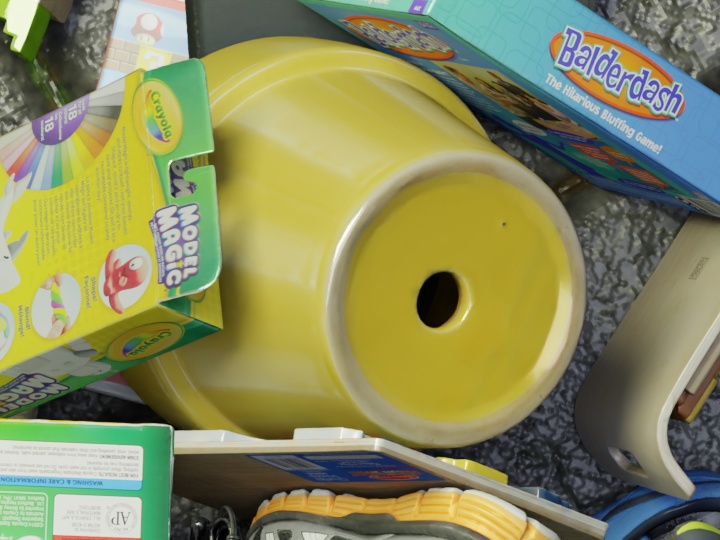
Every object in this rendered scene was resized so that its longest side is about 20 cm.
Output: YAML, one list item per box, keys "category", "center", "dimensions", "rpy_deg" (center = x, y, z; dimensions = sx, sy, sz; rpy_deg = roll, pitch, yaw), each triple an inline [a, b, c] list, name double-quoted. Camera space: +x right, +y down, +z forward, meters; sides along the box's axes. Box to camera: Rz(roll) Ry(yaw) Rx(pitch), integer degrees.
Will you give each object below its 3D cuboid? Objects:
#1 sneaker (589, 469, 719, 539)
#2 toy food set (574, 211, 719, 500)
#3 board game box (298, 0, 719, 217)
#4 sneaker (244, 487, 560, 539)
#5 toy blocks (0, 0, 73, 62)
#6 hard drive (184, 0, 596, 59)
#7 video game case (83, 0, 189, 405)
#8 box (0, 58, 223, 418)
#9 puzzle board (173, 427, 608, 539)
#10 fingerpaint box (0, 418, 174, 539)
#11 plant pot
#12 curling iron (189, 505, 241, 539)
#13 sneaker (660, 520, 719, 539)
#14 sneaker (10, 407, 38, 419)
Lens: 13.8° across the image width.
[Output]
- category: "sneaker"
  center: [0.103, 0.158, 1.428]
  dimensions: [0.200, 0.078, 0.066]
  rpy_deg: [-32, 90, -2]
- category: "toy food set"
  center: [0.183, 0.015, 1.407]
  dimensions: [0.060, 0.144, 0.200]
  rpy_deg: [33, 86, -10]
- category: "board game box"
  center: [0.082, -0.092, 1.369]
  dimensions: [0.200, 0.152, 0.045]
  rpy_deg: [30, 86, -27]
- category: "sneaker"
  center: [0.003, 0.143, 1.310]
  dimensions: [0.078, 0.200, 0.077]
  rpy_deg: [30, 67, -26]
- category: "toy blocks"
  center: [-0.184, -0.215, 1.439]
  dimensions: [0.137, 0.100, 0.200]
  rpy_deg: [20, 86, 10]
- category: "hard drive"
  center: [0.013, -0.171, 1.419]
  dimensions: [0.200, 0.033, 0.140]
  rpy_deg: [-9, 120, -12]
- category: "video game case"
  center: [-0.071, -0.029, 1.461]
  dimensions: [0.143, 0.017, 0.200]
  rpy_deg: [14, 86, -1]
- category: "box"
  center: [-0.133, -0.008, 1.314]
  dimensions: [0.200, 0.048, 0.117]
  rpy_deg: [-23, 61, 34]
- category: "puzzle board"
  center: [-0.011, 0.096, 1.342]
  dimensions: [0.151, 0.200, 0.017]
  rpy_deg: [25, 69, -41]
- category: "fingerpaint box"
  center: [-0.189, 0.115, 1.308]
  dimensions: [0.200, 0.167, 0.073]
  rpy_deg: [3, 75, -9]
- category: "plant pot"
  center: [0.000, 0.000, 1.345]
  dimensions: [0.201, 0.189, 0.201]
  rpy_deg: [-4, 99, -25]
- category: "curling iron"
  center: [-0.074, 0.205, 1.366]
  dimensions: [0.026, 0.050, 0.200]
  rpy_deg: [4, 103, -7]
- category: "sneaker"
  center: [0.186, 0.195, 1.384]
  dimensions: [0.074, 0.081, 0.200]
  rpy_deg: [-42, 124, -13]
- category: "sneaker"
  center: [-0.175, 0.052, 1.424]
  dimensions: [0.100, 0.075, 0.200]
  rpy_deg: [43, 99, 2]
